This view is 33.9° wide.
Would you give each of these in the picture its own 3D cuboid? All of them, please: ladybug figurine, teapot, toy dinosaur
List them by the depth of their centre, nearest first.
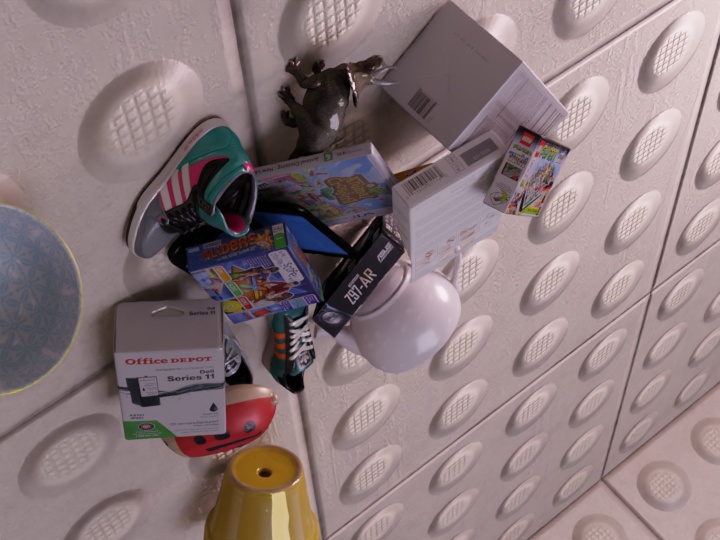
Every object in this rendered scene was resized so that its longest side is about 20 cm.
[{"bbox_3d":[-0.052,-0.197,1.456,0.077,0.102,0.201,9,120,-55],"label":"toy dinosaur"},{"bbox_3d":[-0.209,0.225,1.747,0.198,0.073,0.136,-20,155,18],"label":"ladybug figurine"},{"bbox_3d":[0.056,0.051,1.865,0.146,0.196,0.201,48,54,-25],"label":"teapot"}]

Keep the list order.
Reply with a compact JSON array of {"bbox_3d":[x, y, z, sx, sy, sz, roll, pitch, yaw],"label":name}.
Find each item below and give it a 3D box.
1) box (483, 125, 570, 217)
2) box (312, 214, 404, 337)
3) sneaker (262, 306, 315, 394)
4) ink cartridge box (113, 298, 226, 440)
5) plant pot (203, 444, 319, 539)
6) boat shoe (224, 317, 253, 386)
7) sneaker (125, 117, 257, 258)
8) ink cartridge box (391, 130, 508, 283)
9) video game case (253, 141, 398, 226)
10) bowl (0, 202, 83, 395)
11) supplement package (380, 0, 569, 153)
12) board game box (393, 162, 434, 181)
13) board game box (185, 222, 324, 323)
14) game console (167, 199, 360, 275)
[{"bbox_3d":[0.227,-0.130,1.593,0.111,0.034,0.200,-65,162,11],"label":"box"},{"bbox_3d":[0.000,0.000,1.721,0.161,0.043,0.200,-51,-173,12],"label":"box"},{"bbox_3d":[-0.099,0.106,1.802,0.071,0.080,0.201,-26,145,-29],"label":"sneaker"},{"bbox_3d":[-0.253,0.135,1.584,0.144,0.084,0.201,-3,139,-7],"label":"ink cartridge box"},{"bbox_3d":[-0.165,0.408,1.991,0.199,0.200,0.191,-20,127,-36],"label":"plant pot"},{"bbox_3d":[-0.197,0.119,1.702,0.070,0.072,0.201,-40,151,-8],"label":"boat shoe"},{"bbox_3d":[-0.192,-0.069,1.419,0.201,0.121,0.083,-53,150,15],"label":"sneaker"},{"bbox_3d":[0.120,-0.082,1.593,0.159,0.047,0.201,-31,155,-14],"label":"ink cartridge box"},{"bbox_3d":[-0.043,-0.103,1.549,0.180,0.022,0.200,-11,160,14],"label":"video game case"},{"bbox_3d":[-0.407,0.032,1.264,0.199,0.202,0.107,-28,-170,-27],"label":"bowl"},{"bbox_3d":[0.160,-0.235,1.626,0.151,0.152,0.199,-49,151,9],"label":"supplement package"},{"bbox_3d":[0.063,-0.118,1.658,0.198,0.030,0.095,-10,174,38],"label":"board game box"},{"bbox_3d":[-0.134,0.008,1.556,0.133,0.035,0.200,-14,156,5],"label":"board game box"},{"bbox_3d":[-0.125,-0.019,1.569,0.176,0.116,0.200,-47,149,3],"label":"game console"}]
